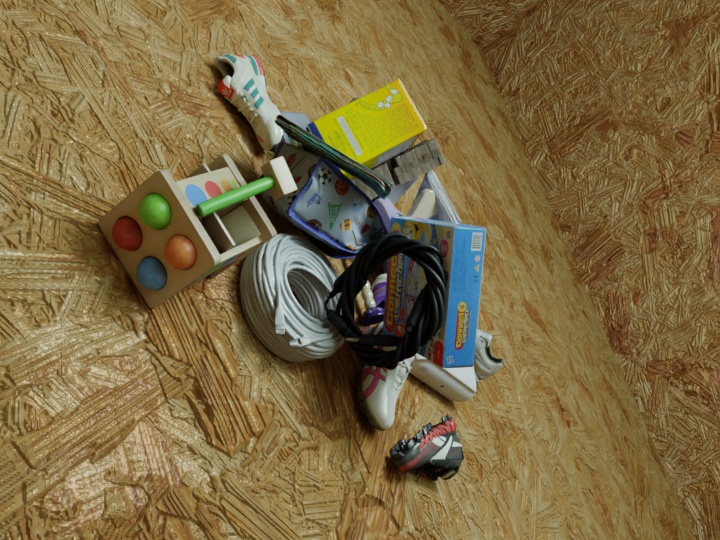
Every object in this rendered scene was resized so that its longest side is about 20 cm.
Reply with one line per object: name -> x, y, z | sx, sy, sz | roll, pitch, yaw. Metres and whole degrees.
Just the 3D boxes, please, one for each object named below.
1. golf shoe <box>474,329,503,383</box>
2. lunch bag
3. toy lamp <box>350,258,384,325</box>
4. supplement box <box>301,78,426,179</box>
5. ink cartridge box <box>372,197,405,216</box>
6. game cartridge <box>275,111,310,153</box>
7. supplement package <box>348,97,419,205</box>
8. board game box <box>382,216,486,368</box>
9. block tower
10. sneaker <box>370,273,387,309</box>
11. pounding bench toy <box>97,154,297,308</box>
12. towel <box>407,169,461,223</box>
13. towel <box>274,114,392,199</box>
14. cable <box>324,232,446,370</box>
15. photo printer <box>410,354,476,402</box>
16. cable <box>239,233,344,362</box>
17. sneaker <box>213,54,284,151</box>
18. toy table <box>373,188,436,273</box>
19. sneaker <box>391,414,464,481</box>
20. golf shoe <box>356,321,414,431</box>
golf shoe -> 0.248, 0.148, 1.364 | 0.201, 0.097, 0.078 | 58, 30, 0
lunch bag -> -0.057, -0.103, 1.014 | 0.199, 0.124, 0.170 | 32, 3, -37
toy lamp -> 0.000, 0.000, 1.136 | 0.058, 0.058, 0.202 | 13, 53, -54
supplement box -> 0.004, -0.251, 1.133 | 0.110, 0.199, 0.109 | 60, -13, 1
ink cartridge box -> 0.047, -0.108, 1.325 | 0.199, 0.044, 0.095 | 31, 38, -42
game cartridge -> -0.110, -0.221, 1.186 | 0.133, 0.041, 0.201 | -23, 84, -58
supplement package -> 0.027, -0.252, 1.280 | 0.200, 0.120, 0.121 | 40, 8, -16
board game box -> 0.106, 0.024, 0.929 | 0.055, 0.195, 0.202 | 0, 98, -24
block tower -> 0.066, -0.197, 1.208 | 0.058, 0.198, 0.054 | -110, 174, -74
sneaker -> 0.115, 0.065, 1.156 | 0.081, 0.198, 0.084 | 75, 23, -53
pounding bench toy -> -0.188, -0.067, 0.738 | 0.125, 0.199, 0.156 | 58, 28, -3
towel -> 0.149, -0.104, 1.280 | 0.024, 0.200, 0.148 | -19, 71, -17
towel -> -0.038, -0.174, 0.956 | 0.199, 0.022, 0.147 | 32, 3, 1
cable -> 0.041, 0.043, 0.858 | 0.051, 0.200, 0.164 | 5, 47, -59
photo printer -> 0.150, 0.154, 1.224 | 0.200, 0.069, 0.168 | 38, 35, -35
cable -> -0.096, 0.043, 0.930 | 0.199, 0.069, 0.202 | 19, 48, -52
sneaker -> -0.207, -0.301, 1.084 | 0.093, 0.070, 0.202 | -6, 71, -41
toy table -> 0.105, -0.062, 1.219 | 0.184, 0.116, 0.202 | -128, -156, -50
sneaker -> 0.123, 0.314, 1.030 | 0.200, 0.071, 0.099 | 1, 61, -60
golf shoe -> 0.045, 0.167, 1.015 | 0.073, 0.091, 0.201 | 46, 32, -41
